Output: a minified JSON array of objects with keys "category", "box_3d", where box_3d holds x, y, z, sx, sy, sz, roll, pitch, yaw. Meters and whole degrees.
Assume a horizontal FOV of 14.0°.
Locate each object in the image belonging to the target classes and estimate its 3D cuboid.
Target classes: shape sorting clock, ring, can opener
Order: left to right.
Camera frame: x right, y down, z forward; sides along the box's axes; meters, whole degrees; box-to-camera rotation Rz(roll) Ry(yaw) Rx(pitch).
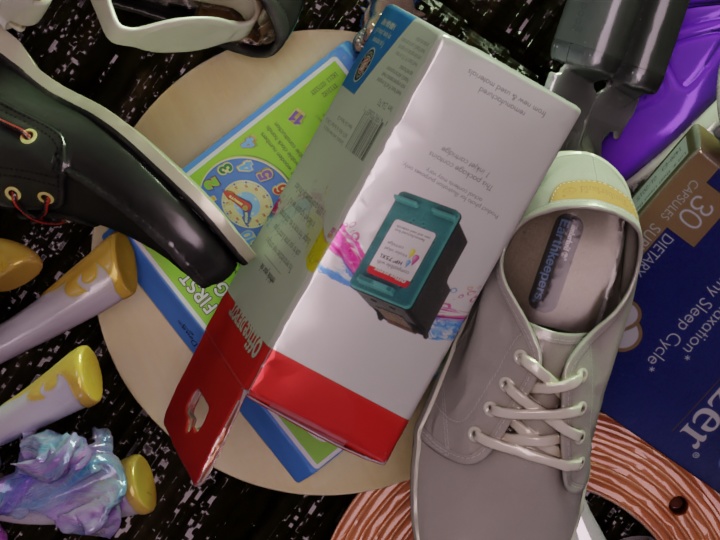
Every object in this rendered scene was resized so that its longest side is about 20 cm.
[{"category":"shape sorting clock","box_3d":[-0.016,-0.003,1.265,0.200,0.039,0.200,0,88,-4]},{"category":"ring","box_3d":[0.078,0.157,1.286,0.200,0.019,0.201,0,92,0]},{"category":"can opener","box_3d":[0.093,-0.098,1.218,0.053,0.067,0.200,18,92,-44]}]

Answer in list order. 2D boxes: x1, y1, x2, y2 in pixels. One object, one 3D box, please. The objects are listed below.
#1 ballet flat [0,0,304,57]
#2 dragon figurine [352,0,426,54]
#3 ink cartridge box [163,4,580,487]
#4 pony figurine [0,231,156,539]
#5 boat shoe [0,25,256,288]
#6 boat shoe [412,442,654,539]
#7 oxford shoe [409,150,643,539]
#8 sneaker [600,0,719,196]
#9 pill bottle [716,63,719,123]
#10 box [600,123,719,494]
[{"category":"ballet flat","box_3d":[-0.114,-0.131,1.216,0.200,0.068,0.069,10,57,-17]},{"category":"dragon figurine","box_3d":[0.062,-0.174,1.248,0.200,0.099,0.059,-43,91,-18]},{"category":"ink cartridge box","box_3d":[0.000,0.000,1.177,0.067,0.116,0.200,28,95,-14]},{"category":"pony figurine","box_3d":[-0.188,0.080,1.216,0.200,0.167,0.193,-15,66,17]},{"category":"boat shoe","box_3d":[-0.127,-0.046,1.215,0.201,0.074,0.063,35,78,26]},{"category":"boat shoe","box_3d":[0.101,0.137,1.240,0.065,0.074,0.200,-34,100,-5]},{"category":"oxford shoe","box_3d":[0.067,0.051,1.174,0.075,0.058,0.200,13,98,-11]},{"category":"sneaker","box_3d":[0.151,-0.122,1.254,0.100,0.070,0.200,42,95,11]},{"category":"pill bottle","box_3d":[0.247,-0.047,1.199,0.200,0.112,0.112,31,92,-35]},{"category":"box","box_3d":[0.181,0.042,1.241,0.200,0.032,0.121,34,112,-14]}]
